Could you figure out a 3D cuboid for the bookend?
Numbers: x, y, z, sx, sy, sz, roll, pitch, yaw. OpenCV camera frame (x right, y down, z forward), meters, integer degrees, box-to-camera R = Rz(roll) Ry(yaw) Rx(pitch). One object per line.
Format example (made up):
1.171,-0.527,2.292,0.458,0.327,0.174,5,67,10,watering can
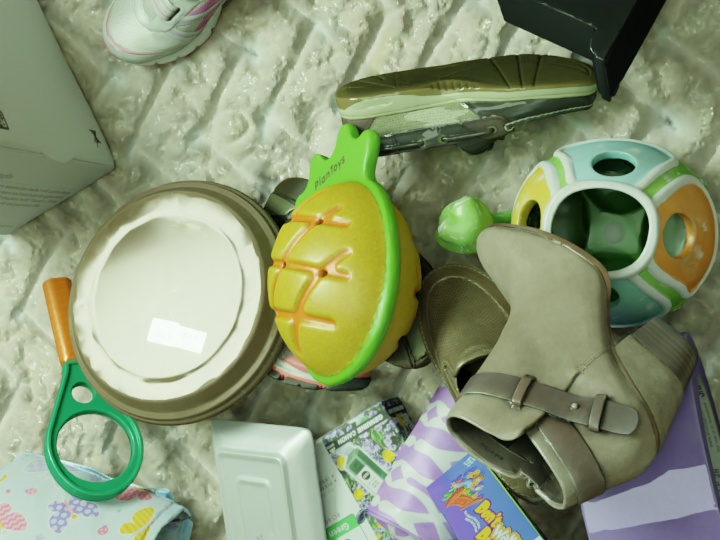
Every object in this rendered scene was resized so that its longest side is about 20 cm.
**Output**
0.140,-0.261,0.965,0.198,0.092,0.200,27,86,17,bookend

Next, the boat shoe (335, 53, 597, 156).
0.083,-0.122,1.023,0.200,0.072,0.066,-5,118,5,boat shoe

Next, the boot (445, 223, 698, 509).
0.108,0.057,0.837,0.146,0.070,0.200,-36,50,-27,boot

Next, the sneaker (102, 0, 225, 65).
-0.138,-0.244,1.077,0.200,0.088,0.081,-38,79,14,sneaker

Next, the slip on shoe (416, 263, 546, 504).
0.087,0.066,0.913,0.076,0.061,0.200,-29,53,12,slip on shoe

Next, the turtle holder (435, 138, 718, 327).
0.164,-0.037,0.959,0.185,0.132,0.141,33,100,15,turtle holder

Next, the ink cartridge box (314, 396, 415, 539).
0.028,0.213,1.045,0.109,0.050,0.200,-32,80,15,ink cartridge box

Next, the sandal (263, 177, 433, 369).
0.000,0.000,1.057,0.200,0.055,0.082,39,95,28,sandal

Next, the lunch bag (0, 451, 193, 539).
-0.245,0.262,1.093,0.169,0.127,0.201,13,66,15,lunch bag

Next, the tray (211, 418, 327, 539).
-0.072,0.220,1.056,0.107,0.022,0.201,0,102,37,tray

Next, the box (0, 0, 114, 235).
-0.333,-0.145,1.081,0.130,0.199,0.201,-29,81,15,box

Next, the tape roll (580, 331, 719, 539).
0.207,0.148,0.910,0.085,0.200,0.201,-13,86,17,tape roll

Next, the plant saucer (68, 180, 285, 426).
-0.148,0.022,1.051,0.199,0.029,0.201,-5,75,18,plant saucer

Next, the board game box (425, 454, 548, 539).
0.134,0.228,0.894,0.045,0.134,0.200,-38,116,0,board game box

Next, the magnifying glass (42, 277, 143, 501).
-0.235,0.097,1.113,0.022,0.079,0.201,-52,50,54,magnifying glass

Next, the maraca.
-0.014,-0.013,0.976,0.137,0.107,0.201,-38,48,44,maraca

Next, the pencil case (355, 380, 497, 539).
0.083,0.121,0.980,0.084,0.086,0.200,31,81,11,pencil case

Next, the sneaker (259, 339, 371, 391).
-0.073,0.029,1.066,0.200,0.074,0.087,27,97,16,sneaker
